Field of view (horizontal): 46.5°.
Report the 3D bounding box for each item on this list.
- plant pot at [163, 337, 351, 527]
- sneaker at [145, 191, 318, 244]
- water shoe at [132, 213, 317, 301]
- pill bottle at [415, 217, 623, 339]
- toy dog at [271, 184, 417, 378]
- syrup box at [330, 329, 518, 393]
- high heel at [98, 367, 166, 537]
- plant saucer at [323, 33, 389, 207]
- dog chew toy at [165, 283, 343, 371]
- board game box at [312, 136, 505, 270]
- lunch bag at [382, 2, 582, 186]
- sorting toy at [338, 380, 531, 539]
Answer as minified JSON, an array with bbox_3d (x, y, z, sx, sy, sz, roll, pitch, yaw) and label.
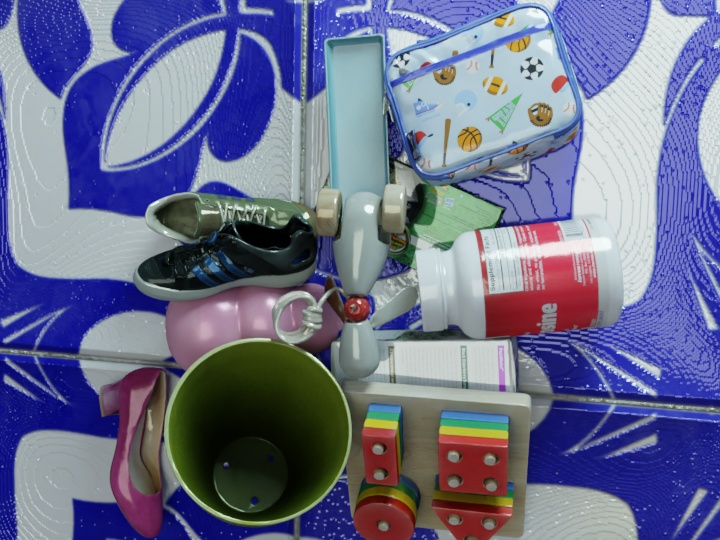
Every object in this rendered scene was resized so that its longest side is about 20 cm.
[{"bbox_3d":[-0.116,0.198,0.914,0.185,0.200,0.189,4,63,-9],"label":"plant pot"},{"bbox_3d":[-0.153,-0.052,0.951,0.198,0.090,0.068,7,97,19],"label":"sneaker"},{"bbox_3d":[-0.146,-0.023,0.899,0.198,0.072,0.079,-7,131,-9],"label":"water shoe"},{"bbox_3d":[0.159,0.011,0.862,0.198,0.112,0.113,-6,94,5],"label":"pill bottle"},{"bbox_3d":[0.000,0.000,0.881,0.131,0.096,0.202,23,98,9],"label":"toy dog"},{"bbox_3d":[0.073,0.109,0.925,0.198,0.079,0.082,-1,95,14],"label":"syrup box"},{"bbox_3d":[-0.256,0.221,1.027,0.095,0.067,0.202,-19,78,25],"label":"high heel"},{"bbox_3d":[-0.002,-0.156,0.927,0.069,0.019,0.202,-1,96,15],"label":"plant saucer"},{"bbox_3d":[-0.116,0.060,0.951,0.198,0.125,0.126,-4,95,6],"label":"dog chew toy"},{"bbox_3d":[0.051,-0.063,0.943,0.199,0.023,0.106,26,99,11],"label":"board game box"},{"bbox_3d":[0.122,-0.184,0.881,0.198,0.076,0.162,-17,84,12],"label":"lunch bag"},{"bbox_3d":[0.077,0.223,0.894,0.198,0.070,0.200,3,124,11],"label":"sorting toy"}]
